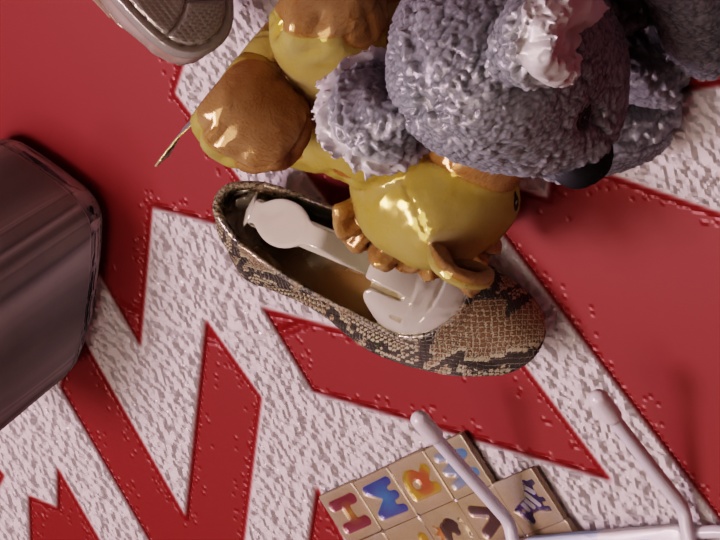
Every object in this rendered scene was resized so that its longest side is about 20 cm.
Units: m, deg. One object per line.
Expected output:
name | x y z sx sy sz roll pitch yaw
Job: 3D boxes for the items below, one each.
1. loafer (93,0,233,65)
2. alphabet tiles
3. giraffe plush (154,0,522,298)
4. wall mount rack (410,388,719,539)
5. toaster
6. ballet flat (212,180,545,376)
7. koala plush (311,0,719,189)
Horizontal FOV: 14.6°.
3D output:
loafer | -0.134 -0.190 1.471 0.200 0.072 0.063 57 155 6
alphabet tiles | 0.060 0.178 1.570 0.200 0.006 0.166 -29 96 48
giraffe plush | 0.015 -0.066 1.356 0.162 0.173 0.200 38 136 -4
wall mount rack | 0.110 0.145 1.450 0.200 0.075 0.174 -9 93 39
toaster | -0.228 0.011 1.632 0.114 0.129 0.200 33 135 21
ballet flat | 0.000 0.000 1.454 0.200 0.068 0.075 23 167 33
koala plush | 0.080 -0.108 1.220 0.177 0.200 0.184 -19 102 47
